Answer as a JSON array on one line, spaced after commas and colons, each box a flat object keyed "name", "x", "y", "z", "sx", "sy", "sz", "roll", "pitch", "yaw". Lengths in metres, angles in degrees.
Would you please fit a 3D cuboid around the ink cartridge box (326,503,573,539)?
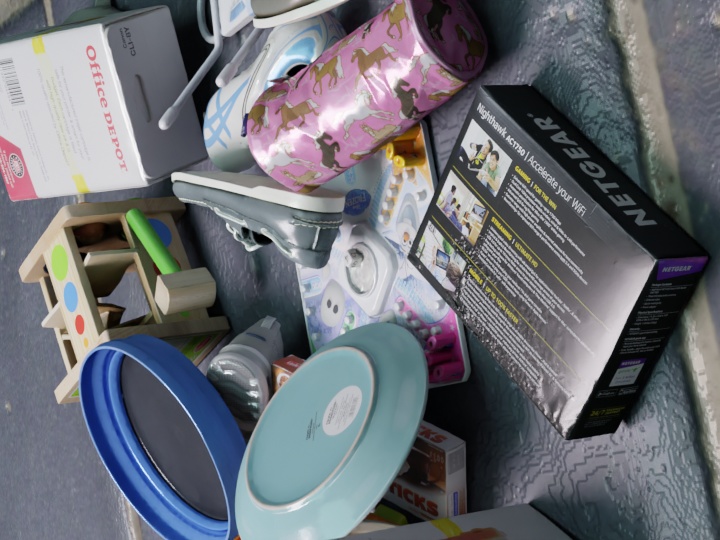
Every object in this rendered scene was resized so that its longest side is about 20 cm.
[{"name": "ink cartridge box", "x": 0.046, "y": 0.251, "z": 1.164, "sx": 0.083, "sy": 0.200, "sz": 0.145, "roll": 38, "pitch": 125, "yaw": 49}]

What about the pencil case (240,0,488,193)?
[{"name": "pencil case", "x": 0.003, "y": -0.133, "z": 1.239, "sx": 0.087, "sy": 0.083, "sz": 0.200, "roll": 45, "pitch": 132, "yaw": -17}]

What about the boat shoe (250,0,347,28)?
[{"name": "boat shoe", "x": -0.013, "y": -0.224, "z": 1.232, "sx": 0.201, "sy": 0.072, "sz": 0.060, "roll": -13, "pitch": 107, "yaw": 46}]

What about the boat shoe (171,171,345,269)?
[{"name": "boat shoe", "x": -0.089, "y": -0.044, "z": 1.370, "sx": 0.200, "sy": 0.073, "sz": 0.062, "roll": 14, "pitch": 103, "yaw": 48}]

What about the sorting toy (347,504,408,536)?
[{"name": "sorting toy", "x": 0.004, "y": 0.250, "z": 1.319, "sx": 0.180, "sy": 0.107, "sz": 0.201, "roll": -158, "pitch": 59, "yaw": -63}]

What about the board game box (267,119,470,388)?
[{"name": "board game box", "x": 0.000, "y": 0.000, "z": 1.337, "sx": 0.200, "sy": 0.026, "sz": 0.201, "roll": -17, "pitch": 81, "yaw": 54}]

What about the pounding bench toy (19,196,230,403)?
[{"name": "pounding bench toy", "x": -0.202, "y": 0.001, "z": 1.535, "sx": 0.200, "sy": 0.124, "sz": 0.156, "roll": -44, "pitch": 59, "yaw": 48}]

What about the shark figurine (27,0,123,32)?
[{"name": "shark figurine", "x": -0.294, "y": -0.205, "z": 1.665, "sx": 0.214, "sy": 0.089, "sz": 0.128, "roll": -47, "pitch": 57, "yaw": 45}]

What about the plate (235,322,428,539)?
[{"name": "plate", "x": -0.031, "y": 0.120, "z": 1.258, "sx": 0.200, "sy": 0.026, "sz": 0.200, "roll": -36, "pitch": 33, "yaw": 28}]

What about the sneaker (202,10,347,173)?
[{"name": "sneaker", "x": -0.070, "y": -0.131, "z": 1.374, "sx": 0.200, "sy": 0.072, "sz": 0.073, "roll": -48, "pitch": 52, "yaw": 48}]

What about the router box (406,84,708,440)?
[{"name": "router box", "x": 0.124, "y": -0.008, "z": 1.139, "sx": 0.200, "sy": 0.051, "sz": 0.149, "roll": 50, "pitch": 131, "yaw": 37}]

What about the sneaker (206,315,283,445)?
[{"name": "sneaker", "x": -0.087, "y": 0.124, "z": 1.452, "sx": 0.075, "sy": 0.082, "sz": 0.200, "roll": 25, "pitch": 137, "yaw": 12}]

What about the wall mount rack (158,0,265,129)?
[{"name": "wall mount rack", "x": -0.117, "y": -0.215, "z": 1.410, "sx": 0.200, "sy": 0.074, "sz": 0.174, "roll": -25, "pitch": 69, "yaw": 59}]

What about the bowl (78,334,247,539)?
[{"name": "bowl", "x": -0.161, "y": 0.144, "z": 1.439, "sx": 0.200, "sy": 0.039, "sz": 0.201, "roll": 33, "pitch": 139, "yaw": 34}]

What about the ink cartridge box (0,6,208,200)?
[{"name": "ink cartridge box", "x": -0.246, "y": -0.148, "z": 1.537, "sx": 0.200, "sy": 0.083, "sz": 0.145, "roll": -2, "pitch": 108, "yaw": 42}]

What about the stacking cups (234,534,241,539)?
[{"name": "stacking cups", "x": -0.111, "y": 0.233, "z": 1.501, "sx": 0.200, "sy": 0.060, "sz": 0.061, "roll": 35, "pitch": 123, "yaw": 45}]

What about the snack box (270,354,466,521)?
[{"name": "snack box", "x": 0.004, "y": 0.131, "z": 1.324, "sx": 0.200, "sy": 0.024, "sz": 0.072, "roll": 23, "pitch": 126, "yaw": 43}]
